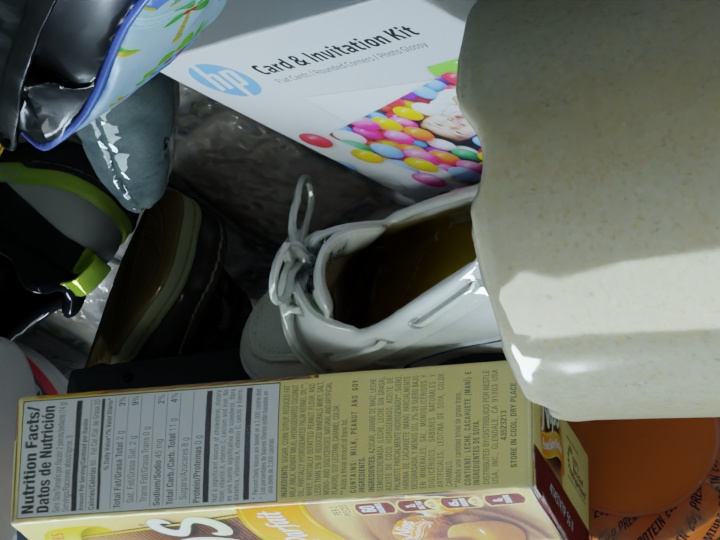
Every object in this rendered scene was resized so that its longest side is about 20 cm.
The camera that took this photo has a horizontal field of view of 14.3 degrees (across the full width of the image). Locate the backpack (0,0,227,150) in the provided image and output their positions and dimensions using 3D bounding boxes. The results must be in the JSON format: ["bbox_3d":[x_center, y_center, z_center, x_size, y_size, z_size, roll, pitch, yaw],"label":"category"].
[{"bbox_3d":[-0.089,-0.158,0.831,0.183,0.147,0.200,46,151,-1],"label":"backpack"}]

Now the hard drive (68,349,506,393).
[{"bbox_3d":[-0.028,0.070,1.231,0.200,0.033,0.140,-7,154,-14],"label":"hard drive"}]

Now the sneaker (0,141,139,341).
[{"bbox_3d":[-0.181,-0.003,1.240,0.200,0.083,0.072,-12,139,42],"label":"sneaker"}]

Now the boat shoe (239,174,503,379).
[{"bbox_3d":[0.000,0.004,1.064,0.086,0.075,0.202,24,159,-32],"label":"boat shoe"}]

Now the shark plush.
[{"bbox_3d":[-0.097,-0.107,1.013,0.091,0.083,0.200,10,150,14],"label":"shark plush"}]

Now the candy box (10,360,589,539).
[{"bbox_3d":[-0.020,0.083,1.092,0.200,0.055,0.115,-6,156,14],"label":"candy box"}]

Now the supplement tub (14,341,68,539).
[{"bbox_3d":[-0.228,0.103,1.311,0.140,0.141,0.200,-4,180,34],"label":"supplement tub"}]

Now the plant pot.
[{"bbox_3d":[0.132,-0.034,0.853,0.183,0.201,0.201,-9,144,15],"label":"plant pot"}]

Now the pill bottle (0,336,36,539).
[{"bbox_3d":[-0.238,0.062,1.141,0.200,0.113,0.113,7,149,16],"label":"pill bottle"}]

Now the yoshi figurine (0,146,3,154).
[{"bbox_3d":[-0.227,-0.089,1.096,0.200,0.112,0.112,28,159,-6],"label":"yoshi figurine"}]

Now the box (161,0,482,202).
[{"bbox_3d":[0.049,-0.060,1.009,0.200,0.041,0.156,27,159,-32],"label":"box"}]

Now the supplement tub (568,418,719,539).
[{"bbox_3d":[0.133,0.114,1.217,0.122,0.123,0.200,8,153,18],"label":"supplement tub"}]

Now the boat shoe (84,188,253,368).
[{"bbox_3d":[-0.077,0.020,1.246,0.065,0.073,0.200,17,161,-8],"label":"boat shoe"}]
